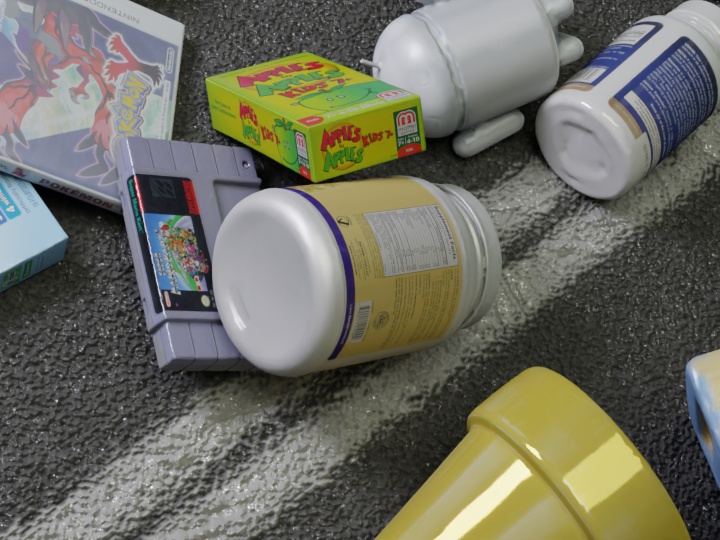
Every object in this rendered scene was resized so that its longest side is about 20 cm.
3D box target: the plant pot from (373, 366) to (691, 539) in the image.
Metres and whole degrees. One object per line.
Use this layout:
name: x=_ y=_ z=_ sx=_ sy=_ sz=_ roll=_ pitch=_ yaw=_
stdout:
plant pot: x=0.116 y=0.205 z=1.245 sx=0.189 sy=0.201 sz=0.201 roll=-35 pitch=77 yaw=-13

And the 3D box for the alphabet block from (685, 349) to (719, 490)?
alphabet block: x=0.385 y=0.144 z=1.308 sx=0.200 sy=0.195 sz=0.197 roll=-21 pitch=71 yaw=6

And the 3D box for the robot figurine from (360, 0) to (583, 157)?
robot figurine: x=0.096 y=-0.187 z=1.463 sx=0.200 sy=0.113 sz=0.170 roll=-22 pitch=109 yaw=-15

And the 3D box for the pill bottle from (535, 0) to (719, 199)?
pill bottle: x=0.260 y=-0.162 z=1.508 sx=0.111 sy=0.111 sz=0.200 roll=45 pitch=61 yaw=8

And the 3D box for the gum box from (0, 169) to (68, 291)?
gum box: x=-0.361 y=-0.039 z=1.303 sx=0.200 sy=0.045 sz=0.170 roll=-30 pitch=76 yaw=-26

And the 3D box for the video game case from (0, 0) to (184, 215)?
video game case: x=-0.236 y=-0.155 z=1.374 sx=0.182 sy=0.023 sz=0.200 roll=21 pitch=57 yaw=-29

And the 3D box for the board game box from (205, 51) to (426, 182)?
board game box: x=-0.041 y=-0.130 z=1.367 sx=0.101 sy=0.200 sz=0.048 roll=-18 pitch=115 yaw=-23

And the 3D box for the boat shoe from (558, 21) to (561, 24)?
boat shoe: x=0.093 y=-0.267 z=1.542 sx=0.200 sy=0.074 sz=0.066 roll=31 pitch=83 yaw=-7

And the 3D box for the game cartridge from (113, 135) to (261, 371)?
game cartridge: x=-0.125 y=-0.014 z=1.344 sx=0.129 sy=0.038 sz=0.200 roll=5 pitch=60 yaw=-41

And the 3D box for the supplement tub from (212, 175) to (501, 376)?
supplement tub: x=0.000 y=0.000 z=1.310 sx=0.200 sy=0.145 sz=0.146 roll=-9 pitch=65 yaw=-42
